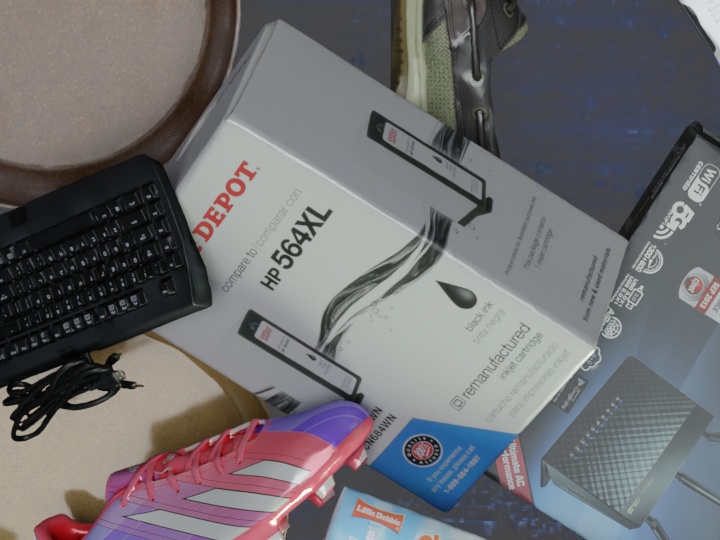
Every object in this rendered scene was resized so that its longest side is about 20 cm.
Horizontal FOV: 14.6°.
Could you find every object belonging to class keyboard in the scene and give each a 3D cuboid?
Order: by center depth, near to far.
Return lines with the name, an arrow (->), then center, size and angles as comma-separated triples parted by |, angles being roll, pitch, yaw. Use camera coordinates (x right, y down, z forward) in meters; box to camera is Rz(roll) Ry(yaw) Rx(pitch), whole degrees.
keyboard -> -0.149, 0.022, 1.316 | 0.200, 0.040, 0.105 | -22, 94, 44

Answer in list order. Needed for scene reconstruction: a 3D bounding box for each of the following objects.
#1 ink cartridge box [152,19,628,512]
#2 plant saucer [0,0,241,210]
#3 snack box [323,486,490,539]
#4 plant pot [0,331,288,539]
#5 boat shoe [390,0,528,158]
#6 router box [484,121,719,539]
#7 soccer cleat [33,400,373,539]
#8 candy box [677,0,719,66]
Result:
ink cartridge box -> 0.000, 0.000, 1.316 | 0.199, 0.084, 0.146 | 31, 133, -8
plant saucer -> -0.155, -0.130, 1.377 | 0.199, 0.034, 0.202 | 1, 98, 5
snack box -> 0.078, 0.157, 1.355 | 0.199, 0.116, 0.037 | 20, 81, 1
plant pot -> -0.133, 0.110, 1.412 | 0.199, 0.027, 0.201 | 1, 98, 5
boat shoe -> 0.047, -0.117, 1.348 | 0.066, 0.072, 0.202 | 1, 103, -1
router box -> 0.170, 0.052, 1.362 | 0.149, 0.062, 0.201 | 32, 99, -2
soccer cleat -> -0.077, 0.109, 1.338 | 0.200, 0.067, 0.077 | -39, 88, 33
candy box -> 0.207, -0.108, 1.281 | 0.071, 0.168, 0.200 | -33, 95, 16
